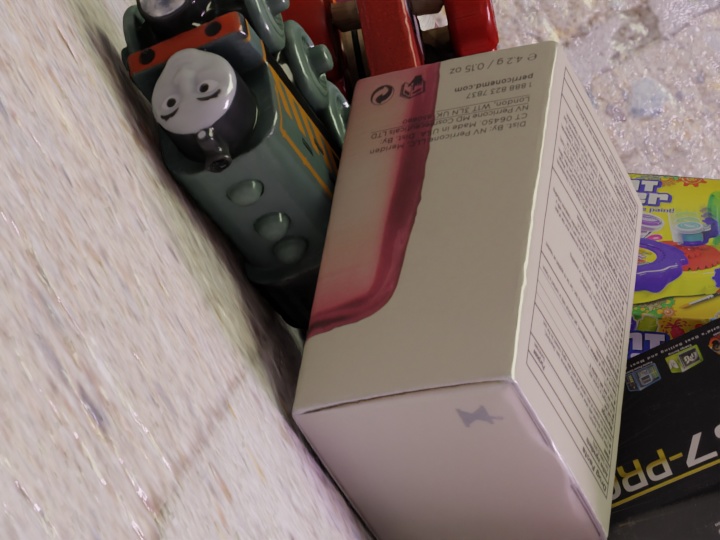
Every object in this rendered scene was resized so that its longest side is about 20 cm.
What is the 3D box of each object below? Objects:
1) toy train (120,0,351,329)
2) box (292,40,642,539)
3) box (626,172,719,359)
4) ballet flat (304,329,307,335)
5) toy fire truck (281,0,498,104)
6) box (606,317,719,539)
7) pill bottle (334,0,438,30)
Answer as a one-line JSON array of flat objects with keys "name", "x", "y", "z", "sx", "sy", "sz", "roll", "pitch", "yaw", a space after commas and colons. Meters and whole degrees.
[{"name": "toy train", "x": -0.046, "y": -0.059, "z": 1.305, "sx": 0.200, "sy": 0.085, "sz": 0.114, "roll": 54, "pitch": 18, "yaw": -53}, {"name": "box", "x": 0.054, "y": 0.015, "z": 1.276, "sx": 0.128, "sy": 0.108, "sz": 0.201, "roll": 58, "pitch": 33, "yaw": -43}, {"name": "box", "x": 0.153, "y": 0.059, "z": 1.470, "sx": 0.122, "sy": 0.199, "sz": 0.194, "roll": -72, "pitch": 162, "yaw": -50}, {"name": "ballet flat", "x": -0.004, "y": 0.002, "z": 1.441, "sx": 0.074, "sy": 0.074, "sz": 0.201, "roll": 54, "pitch": 10, "yaw": -54}, {"name": "toy fire truck", "x": 0.027, "y": -0.081, "z": 1.517, "sx": 0.200, "sy": 0.111, "sz": 0.169, "roll": 65, "pitch": 15, "yaw": -77}, {"name": "box", "x": 0.122, "y": 0.113, "z": 1.298, "sx": 0.162, "sy": 0.199, "sz": 0.049, "roll": -106, "pitch": 171, "yaw": -55}, {"name": "pill bottle", "x": -0.004, "y": -0.258, "z": 2.624, "sx": 0.201, "sy": 0.109, "sz": 0.110, "roll": 58, "pitch": 6, "yaw": -24}]
